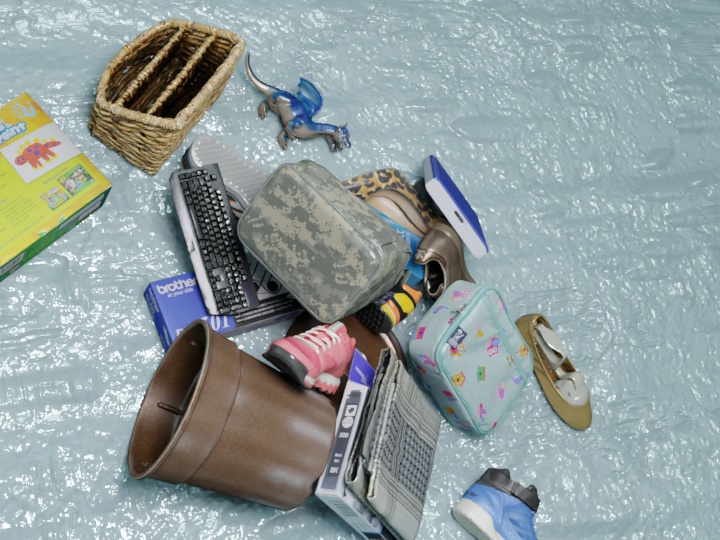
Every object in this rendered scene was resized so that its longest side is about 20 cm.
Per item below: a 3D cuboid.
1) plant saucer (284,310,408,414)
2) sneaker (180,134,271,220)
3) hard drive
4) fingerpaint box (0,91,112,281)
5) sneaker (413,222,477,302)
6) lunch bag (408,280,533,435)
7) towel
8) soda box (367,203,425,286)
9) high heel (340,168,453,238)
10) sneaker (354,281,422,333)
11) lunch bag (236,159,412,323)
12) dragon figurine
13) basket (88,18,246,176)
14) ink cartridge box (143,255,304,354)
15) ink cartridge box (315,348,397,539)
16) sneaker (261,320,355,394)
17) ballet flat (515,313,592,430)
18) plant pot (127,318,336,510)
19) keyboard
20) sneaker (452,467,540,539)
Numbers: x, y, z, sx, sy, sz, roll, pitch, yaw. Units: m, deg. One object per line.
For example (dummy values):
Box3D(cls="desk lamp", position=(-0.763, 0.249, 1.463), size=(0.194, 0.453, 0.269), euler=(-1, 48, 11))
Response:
Box3D(cls="plant saucer", position=(-0.014, 0.133, 1.329), size=(0.199, 0.037, 0.202), euler=(11, 64, -23))
Box3D(cls="sneaker", position=(-0.165, -0.108, 1.334), size=(0.200, 0.079, 0.079), euler=(41, 59, -14))
Box3D(cls="hard drive", position=(0.140, -0.100, 1.422), size=(0.132, 0.025, 0.200), euler=(53, 11, -11))
Box3D(cls="fingerpaint box", position=(-0.446, -0.100, 1.190), size=(0.167, 0.073, 0.200), euler=(46, 56, -3))
Box3D(cls="sneaker", position=(0.125, 0.025, 1.390), size=(0.076, 0.070, 0.201), euler=(-45, 128, -25))
Box3D(cls="lunch bag", position=(0.162, 0.119, 1.343), size=(0.160, 0.077, 0.201), euler=(-46, 125, -24))
Box3D(cls="towel", position=(0.052, 0.227, 1.205), size=(0.200, 0.034, 0.193), euler=(56, 43, -45))
Box3D(cls="soda box", position=(0.005, -0.050, 1.398), size=(0.199, 0.068, 0.064), euler=(31, 58, -12))
Box3D(cls="high heel", position=(0.056, -0.078, 1.431), size=(0.199, 0.071, 0.143), euler=(0, 62, -36))
Box3D(cls="sneaker", position=(0.000, 0.000, 1.352), size=(0.090, 0.070, 0.200), euler=(-33, 65, -30))
Box3D(cls="lunch bag", position=(-0.034, -0.041, 1.230), size=(0.200, 0.140, 0.168), euler=(43, 24, 10))
Box3D(cls="dragon figurine", position=(-0.097, -0.250, 1.438), size=(0.099, 0.059, 0.200), euler=(-34, 87, -33))
Box3D(cls="basket", position=(-0.274, -0.262, 1.302), size=(0.142, 0.149, 0.200), euler=(37, 58, -8))
Box3D(cls="ink cartridge box", position=(-0.181, 0.041, 1.279), size=(0.199, 0.044, 0.094), euler=(-17, 75, -31))
Box3D(cls="ink cartridge box", position=(0.023, 0.235, 1.232), size=(0.198, 0.043, 0.201), euler=(54, 43, -47))
Box3D(cls="sneaker", position=(-0.057, 0.095, 1.170), size=(0.074, 0.200, 0.087), euler=(34, 89, 17))
Box3D(cls="ballet flat", position=(0.305, 0.155, 1.463), size=(0.068, 0.063, 0.201), euler=(-31, 85, -33))
Box3D(cls="plant pot", position=(-0.148, 0.188, 1.154), size=(0.197, 0.200, 0.201), euler=(26, 59, -22))
Box3D(cls="keyboard", position=(-0.171, -0.045, 1.261), size=(0.127, 0.021, 0.201), euler=(-16, 88, -31))
Box3D(cls="sneaker", position=(0.233, 0.363, 1.328), size=(0.200, 0.077, 0.111), euler=(43, 66, 4))
